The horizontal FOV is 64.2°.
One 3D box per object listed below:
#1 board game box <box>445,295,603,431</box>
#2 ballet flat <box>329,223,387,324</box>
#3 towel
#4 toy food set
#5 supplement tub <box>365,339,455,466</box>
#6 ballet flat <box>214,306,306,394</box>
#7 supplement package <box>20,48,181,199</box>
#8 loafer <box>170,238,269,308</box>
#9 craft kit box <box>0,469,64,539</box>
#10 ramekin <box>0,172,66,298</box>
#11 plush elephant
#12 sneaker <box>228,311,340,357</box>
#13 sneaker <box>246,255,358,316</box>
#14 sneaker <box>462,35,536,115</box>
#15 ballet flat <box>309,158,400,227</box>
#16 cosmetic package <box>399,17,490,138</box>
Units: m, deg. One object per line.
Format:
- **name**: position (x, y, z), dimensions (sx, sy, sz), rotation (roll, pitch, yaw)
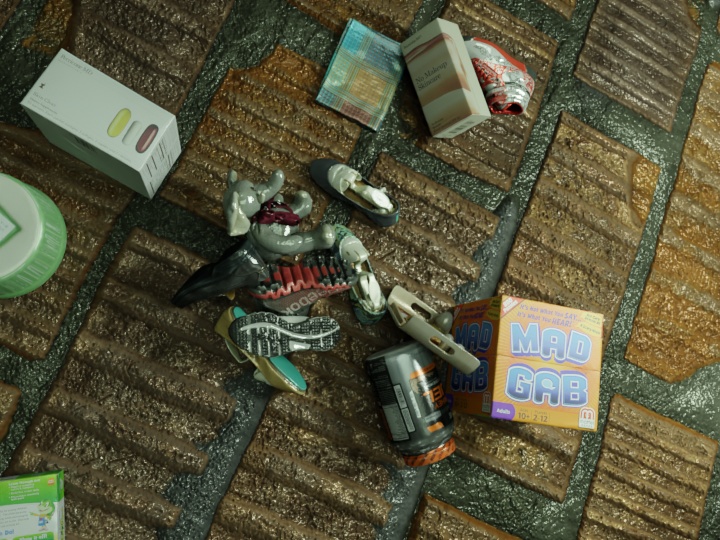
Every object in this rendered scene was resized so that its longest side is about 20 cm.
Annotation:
- **board game box**: position (0.290, 0.170, 1.046), dimensions (0.198, 0.200, 0.202), rotation (11, 79, -13)
- **ballet flat**: position (0.000, 0.000, 1.066), dimensions (0.074, 0.074, 0.202), rotation (-23, 89, -17)
- **towel**: position (0.007, -0.395, 1.156), dimensions (0.145, 0.022, 0.202), rotation (24, 76, -9)
- **toy food set**: position (0.128, 0.095, 1.020), dimensions (0.143, 0.200, 0.061), rotation (35, 97, -11)
- **supplement tub**: position (0.093, 0.234, 1.025), dimensions (0.121, 0.122, 0.202), rotation (-18, 87, -16)
- **ballet flat**: position (-0.178, 0.152, 1.009), dimensions (0.063, 0.069, 0.200), rotation (-41, 90, 11)
- **supplement package**: position (-0.416, -0.234, 0.950), dimensions (0.199, 0.156, 0.112), rotation (29, 75, -8)
- **loafer**: position (-0.238, 0.024, 0.957), dimensions (0.072, 0.199, 0.073), rotation (50, 34, -20)
- **craft kit box**: position (-0.559, 0.420, 0.869), dimensions (0.198, 0.048, 0.200), rotation (-3, 84, -15)
- **ramekin**: position (-0.584, -0.060, 0.908), dimensions (0.198, 0.098, 0.203), rotation (2, 81, -14)
- **plush elephant**: position (-0.167, -0.104, 0.986), dimensions (0.198, 0.165, 0.156), rotation (-23, 132, -2)
- **sneaker**: position (-0.136, 0.112, 0.986), dimensions (0.198, 0.080, 0.075), rotation (8, 82, -33)
- **sneaker**: position (-0.102, 0.031, 1.023), dimensions (0.198, 0.099, 0.071), rotation (-9, 49, -13)
- **sneaker**: position (0.272, -0.403, 1.202), dimensions (0.200, 0.067, 0.109), rotation (22, 74, -13)
- **ballet flat**: position (-0.006, -0.156, 1.090), dimensions (0.199, 0.073, 0.073), rotation (35, 75, -7)
- **cosmetic package**: position (0.168, -0.377, 1.140), dimensions (0.087, 0.103, 0.202), rotation (-14, 82, -51)
